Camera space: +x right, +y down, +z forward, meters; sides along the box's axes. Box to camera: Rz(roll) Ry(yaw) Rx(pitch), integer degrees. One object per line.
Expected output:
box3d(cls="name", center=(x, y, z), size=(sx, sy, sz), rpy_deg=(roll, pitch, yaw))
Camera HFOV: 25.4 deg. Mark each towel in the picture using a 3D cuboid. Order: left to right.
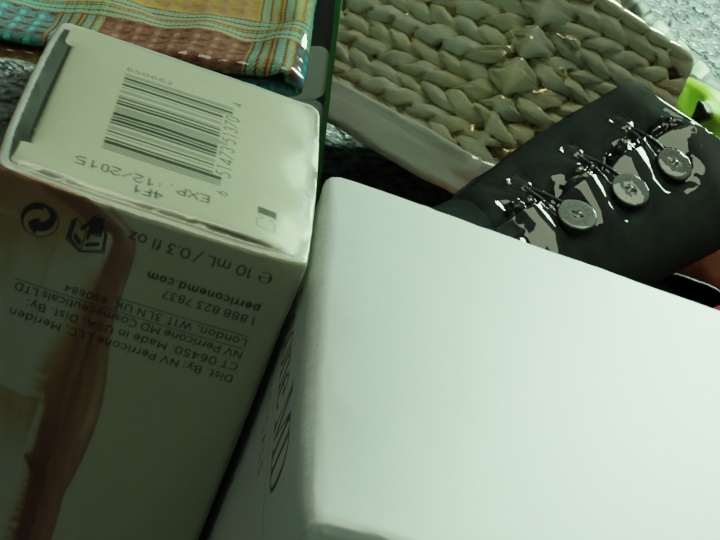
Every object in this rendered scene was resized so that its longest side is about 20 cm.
box3d(cls="towel", center=(-0.089, -0.142, 0.719), size=(0.144, 0.022, 0.201), rpy_deg=(6, 35, -3))

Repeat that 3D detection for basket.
box3d(cls="basket", center=(0.065, -0.106, 0.866), size=(0.135, 0.124, 0.200), rpy_deg=(21, 10, -41))

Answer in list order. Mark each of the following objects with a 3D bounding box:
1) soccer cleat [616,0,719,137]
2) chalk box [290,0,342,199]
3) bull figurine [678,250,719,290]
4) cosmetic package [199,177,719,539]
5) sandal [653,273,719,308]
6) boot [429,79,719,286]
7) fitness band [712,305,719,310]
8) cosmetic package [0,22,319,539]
box3d(cls="soccer cleat", center=(0.167, -0.108, 0.915), size=(0.080, 0.068, 0.201), rpy_deg=(19, 28, -39))
box3d(cls="chalk box", center=(-0.086, -0.109, 0.799), size=(0.122, 0.126, 0.201), rpy_deg=(-3, 35, -17))
box3d(cls="bull figurine", center=(0.244, 0.030, 0.870), size=(0.200, 0.065, 0.121), rpy_deg=(49, 7, 27))
box3d(cls="cosmetic package", center=(0.030, 0.117, 0.446), size=(0.164, 0.202, 0.168), rpy_deg=(19, 27, -9))
box3d(cls="sandal", center=(0.164, 0.031, 0.799), size=(0.200, 0.045, 0.075), rpy_deg=(40, 25, -26))
box3d(cls="boot", center=(0.113, 0.010, 0.708), size=(0.199, 0.066, 0.165), rpy_deg=(-26, 73, -42))
box3d(cls="fitness band", center=(0.161, 0.078, 0.689), size=(0.198, 0.038, 0.144), rpy_deg=(-22, 42, -9))
box3d(cls="cosmetic package", center=(-0.085, 0.043, 0.484), size=(0.086, 0.202, 0.104), rpy_deg=(17, 27, -10))
